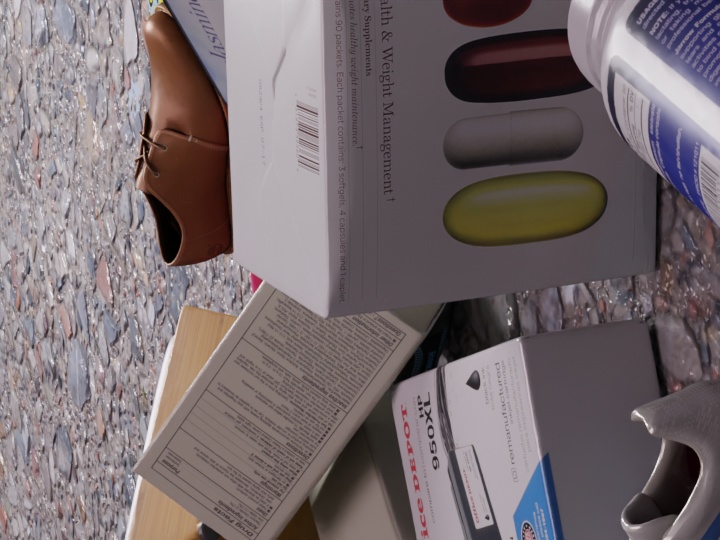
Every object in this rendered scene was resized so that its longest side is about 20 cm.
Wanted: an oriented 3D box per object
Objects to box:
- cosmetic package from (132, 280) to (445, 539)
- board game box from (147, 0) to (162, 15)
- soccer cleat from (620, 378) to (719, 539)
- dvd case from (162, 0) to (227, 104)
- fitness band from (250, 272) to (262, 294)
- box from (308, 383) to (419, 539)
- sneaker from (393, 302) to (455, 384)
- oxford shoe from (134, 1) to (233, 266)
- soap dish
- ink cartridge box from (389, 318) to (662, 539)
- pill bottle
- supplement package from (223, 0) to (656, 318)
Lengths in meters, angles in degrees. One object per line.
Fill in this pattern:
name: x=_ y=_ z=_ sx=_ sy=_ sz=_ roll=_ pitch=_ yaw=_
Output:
cosmetic package: x=-0.044 y=0.071 z=1.594 sx=0.200 sy=0.103 sz=0.073 roll=-53 pitch=0 yaw=27
board game box: x=-0.105 y=-0.261 z=1.828 sx=0.103 sy=0.105 sz=0.200 roll=128 pitch=131 yaw=-61
soccer cleat: x=0.171 y=0.153 z=1.310 sx=0.070 sy=0.086 sz=0.200 roll=-157 pitch=62 yaw=-65
dvd case: x=-0.040 y=-0.132 z=1.632 sx=0.200 sy=0.018 sz=0.143 roll=22 pitch=155 yaw=38
fitness band: x=-0.063 y=-0.054 z=1.804 sx=0.144 sy=0.037 sz=0.200 roll=-53 pitch=-43 yaw=-83
box: x=0.015 y=0.141 z=1.648 sx=0.082 sy=0.068 sz=0.200 roll=-57 pitch=32 yaw=31
sneaker: x=0.000 y=0.000 z=1.699 sx=0.200 sy=0.073 sz=0.082 roll=-122 pitch=28 yaw=-50
oxford shoe: x=-0.128 y=-0.090 z=1.782 sx=0.071 sy=0.071 sz=0.200 roll=32 pitch=139 yaw=52
soap dish: x=-0.073 y=0.138 z=1.747 sx=0.081 sy=0.157 sz=0.200 roll=-20 pitch=49 yaw=44
ink cartridge box: x=0.099 y=0.117 z=1.477 sx=0.200 sy=0.084 sz=0.145 roll=153 pitch=109 yaw=-67
pill bottle: x=0.181 y=-0.083 z=1.176 sx=0.200 sy=0.116 sz=0.116 roll=-130 pitch=39 yaw=-53
supplement package: x=0.043 y=-0.092 z=1.397 sx=0.147 sy=0.200 sz=0.191 roll=-149 pitch=55 yaw=-62
